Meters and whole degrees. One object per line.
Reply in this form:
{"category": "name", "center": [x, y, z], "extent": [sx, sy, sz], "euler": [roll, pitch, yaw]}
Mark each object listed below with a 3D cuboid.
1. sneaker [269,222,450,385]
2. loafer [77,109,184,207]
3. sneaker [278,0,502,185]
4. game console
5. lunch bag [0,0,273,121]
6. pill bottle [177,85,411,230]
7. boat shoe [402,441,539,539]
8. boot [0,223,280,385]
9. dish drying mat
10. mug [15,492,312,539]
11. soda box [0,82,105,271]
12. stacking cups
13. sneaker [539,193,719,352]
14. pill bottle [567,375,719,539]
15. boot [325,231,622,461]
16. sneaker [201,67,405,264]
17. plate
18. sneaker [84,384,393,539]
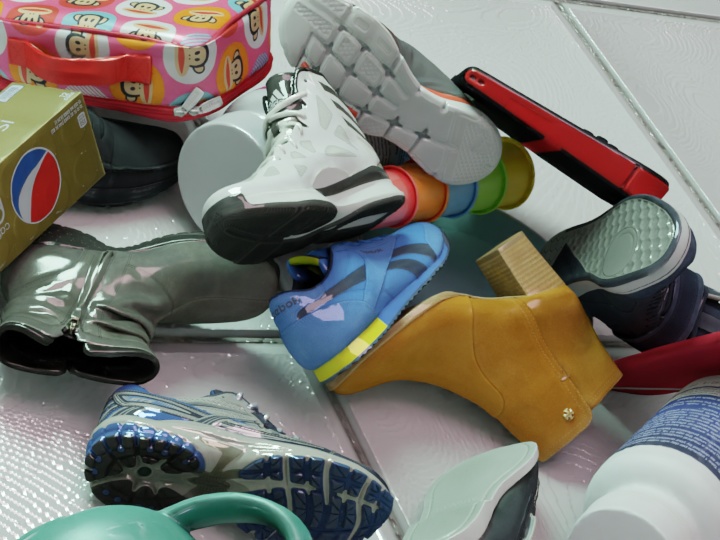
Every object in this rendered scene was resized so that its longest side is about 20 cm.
{"category": "sneaker", "center": [0.000, 0.000, 1.333], "extent": [0.079, 0.066, 0.200], "euler": [50, 37, -4]}
{"category": "loafer", "center": [-0.208, -0.088, 1.360], "extent": [0.199, 0.071, 0.068], "euler": [-3, 45, -36]}
{"category": "sneaker", "center": [0.017, -0.139, 1.402], "extent": [0.200, 0.077, 0.082], "euler": [40, 17, -22]}
{"category": "game console", "center": [0.149, -0.104, 1.467], "extent": [0.176, 0.031, 0.200], "euler": [35, 2, -2]}
{"category": "lunch bag", "center": [-0.178, -0.174, 1.433], "extent": [0.198, 0.083, 0.176], "euler": [11, 28, 20]}
{"category": "pill bottle", "center": [-0.040, -0.092, 1.439], "extent": [0.113, 0.114, 0.200], "euler": [39, 36, 17]}
{"category": "boat shoe", "center": [0.078, 0.168, 1.234], "extent": [0.200, 0.075, 0.061], "euler": [-36, 106, -62]}
{"category": "boot", "center": [-0.143, 0.034, 1.243], "extent": [0.198, 0.068, 0.131], "euler": [5, 32, -16]}
{"category": "dish drying mat", "center": [0.241, 0.069, 1.376], "extent": [0.076, 0.200, 0.018], "euler": [12, 75, -23]}
{"category": "mug", "center": [-0.124, 0.190, 0.981], "extent": [0.184, 0.153, 0.114], "euler": [-22, 55, -34]}
{"category": "soda box", "center": [-0.251, -0.040, 1.219], "extent": [0.064, 0.068, 0.200], "euler": [11, 41, 30]}
{"category": "stacking cups", "center": [0.057, -0.060, 1.456], "extent": [0.060, 0.061, 0.199], "euler": [43, 34, 22]}
{"category": "sneaker", "center": [0.230, 0.014, 1.402], "extent": [0.145, 0.202, 0.077], "euler": [28, 76, -15]}
{"category": "pill bottle", "center": [0.220, 0.157, 1.296], "extent": [0.111, 0.111, 0.200], "euler": [38, 36, 15]}
{"category": "boot", "center": [0.087, 0.078, 1.347], "extent": [0.201, 0.071, 0.145], "euler": [-33, 91, -23]}
{"category": "sneaker", "center": [-0.058, -0.074, 1.288], "extent": [0.200, 0.075, 0.116], "euler": [-11, 70, -57]}
{"category": "plate", "center": [0.087, 0.009, 1.473], "extent": [0.199, 0.026, 0.201], "euler": [19, 35, -14]}
{"category": "sneaker", "center": [-0.072, 0.113, 1.192], "extent": [0.199, 0.077, 0.085], "euler": [17, 32, -15]}
